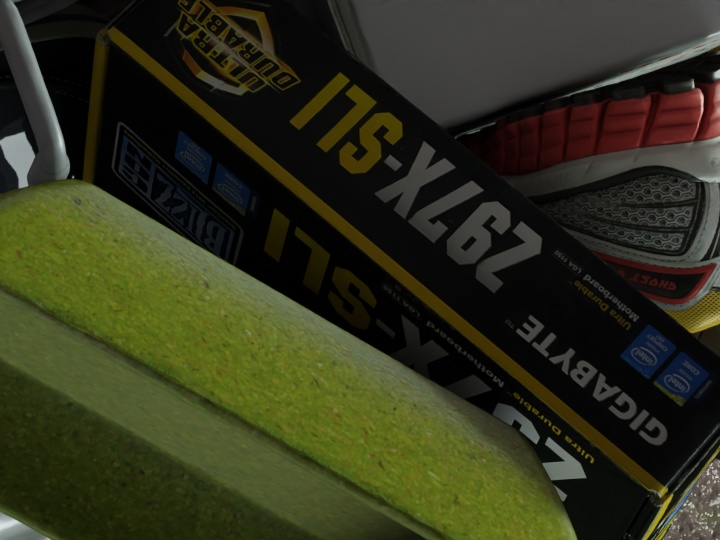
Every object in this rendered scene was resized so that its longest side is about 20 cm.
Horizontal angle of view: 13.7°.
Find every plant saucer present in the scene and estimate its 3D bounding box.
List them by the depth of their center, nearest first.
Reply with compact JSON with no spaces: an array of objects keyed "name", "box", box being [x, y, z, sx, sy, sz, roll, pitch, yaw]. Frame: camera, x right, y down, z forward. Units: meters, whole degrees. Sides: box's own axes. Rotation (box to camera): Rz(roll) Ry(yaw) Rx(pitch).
[{"name":"plant saucer","box":[-0.045,0.045,0.825,0.048,0.199,0.200,-64,-169,-21]}]

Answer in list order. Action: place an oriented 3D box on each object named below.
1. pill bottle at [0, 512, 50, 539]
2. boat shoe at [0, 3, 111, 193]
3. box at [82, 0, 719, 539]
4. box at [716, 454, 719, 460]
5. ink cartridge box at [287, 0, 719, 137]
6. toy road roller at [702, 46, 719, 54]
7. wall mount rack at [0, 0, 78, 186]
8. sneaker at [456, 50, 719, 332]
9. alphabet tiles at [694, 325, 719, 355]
[{"name":"pill bottle","box":[-0.152,0.041,1.028,0.113,0.201,0.113,-20,180,0]},{"name":"boat shoe","box":[-0.098,-0.038,0.965,0.074,0.062,0.200,-19,164,11]},{"name":"box","box":[0.007,0.016,0.862,0.049,0.200,0.160,-45,169,-25]},{"name":"box","box":[0.103,-0.027,1.280,0.044,0.200,0.160,-35,145,31]},{"name":"ink cartridge box","box":[0.051,-0.092,0.938,0.145,0.083,0.200,-19,-179,-5]},{"name":"toy road roller","box":[0.129,-0.088,1.104,0.199,0.146,0.123,-19,180,20]},{"name":"wall mount rack","box":[-0.161,-0.018,0.831,0.199,0.075,0.174,-19,177,-20]},{"name":"sneaker","box":[0.047,-0.003,0.893,0.078,0.082,0.200,-18,-179,-29]},{"name":"alphabet tiles","box":[0.131,-0.058,1.176,0.199,0.167,0.006,22,173,12]}]
